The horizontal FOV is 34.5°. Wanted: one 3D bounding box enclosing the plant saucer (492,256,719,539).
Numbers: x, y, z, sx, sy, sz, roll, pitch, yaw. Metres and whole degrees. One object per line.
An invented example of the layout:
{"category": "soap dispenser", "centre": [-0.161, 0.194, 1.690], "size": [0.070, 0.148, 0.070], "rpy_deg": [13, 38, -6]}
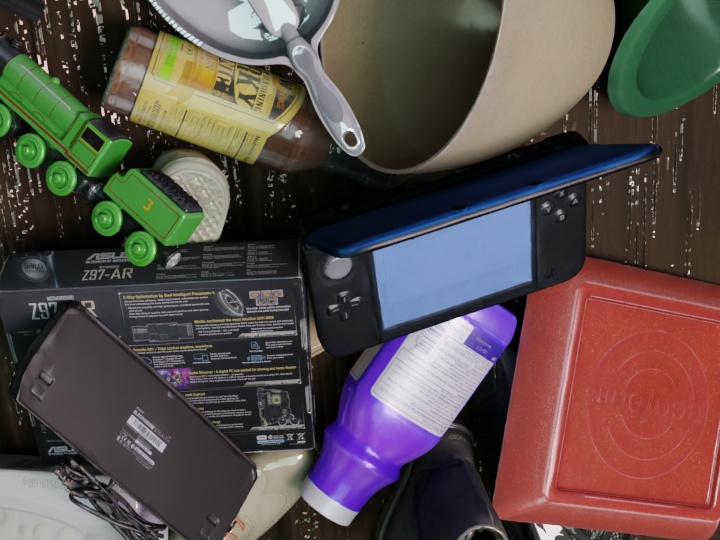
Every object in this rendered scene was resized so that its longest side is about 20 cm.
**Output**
{"category": "plant saucer", "centre": [0.207, 0.099, 0.863], "size": [0.199, 0.037, 0.201], "rpy_deg": [11, 88, -21]}

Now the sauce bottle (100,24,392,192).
{"category": "sauce bottle", "centre": [-0.071, -0.104, 0.785], "size": [0.200, 0.065, 0.065], "rpy_deg": [18, 106, -16]}

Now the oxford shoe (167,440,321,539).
{"category": "oxford shoe", "centre": [-0.107, 0.200, 0.882], "size": [0.200, 0.074, 0.071], "rpy_deg": [-40, 110, 7]}

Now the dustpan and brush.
{"category": "dustpan and brush", "centre": [-0.050, -0.162, 0.742], "size": [0.139, 0.057, 0.200], "rpy_deg": [-30, 97, 4]}

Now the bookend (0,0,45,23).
{"category": "bookend", "centre": [-0.193, -0.285, 0.645], "size": [0.199, 0.092, 0.200], "rpy_deg": [-41, 85, 7]}

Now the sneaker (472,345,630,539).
{"category": "sneaker", "centre": [0.158, 0.141, 0.905], "size": [0.114, 0.076, 0.200], "rpy_deg": [-22, 97, -22]}

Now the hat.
{"category": "hat", "centre": [0.198, -0.236, 0.796], "size": [0.165, 0.176, 0.200], "rpy_deg": [-7, 142, -44]}

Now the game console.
{"category": "game console", "centre": [0.072, -0.007, 0.720], "size": [0.199, 0.118, 0.171], "rpy_deg": [-18, 131, -10]}

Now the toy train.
{"category": "toy train", "centre": [-0.183, -0.079, 0.746], "size": [0.200, 0.042, 0.056], "rpy_deg": [41, 106, 11]}

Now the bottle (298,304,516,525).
{"category": "bottle", "centre": [0.030, 0.094, 0.855], "size": [0.083, 0.065, 0.200], "rpy_deg": [33, 93, -20]}

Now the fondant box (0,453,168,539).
{"category": "fondant box", "centre": [-0.216, 0.238, 0.835], "size": [0.144, 0.058, 0.201], "rpy_deg": [1, 92, 13]}

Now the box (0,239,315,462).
{"category": "box", "centre": [-0.134, 0.059, 0.801], "size": [0.199, 0.044, 0.161], "rpy_deg": [-3, 127, -1]}

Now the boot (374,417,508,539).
{"category": "boot", "centre": [0.060, 0.215, 0.844], "size": [0.072, 0.200, 0.182], "rpy_deg": [4, 109, -10]}

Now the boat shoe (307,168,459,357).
{"category": "boat shoe", "centre": [0.000, 0.000, 0.828], "size": [0.200, 0.069, 0.074], "rpy_deg": [-44, 110, 9]}

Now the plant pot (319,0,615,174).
{"category": "plant pot", "centre": [0.080, -0.158, 0.734], "size": [0.134, 0.200, 0.201], "rpy_deg": [0, 111, -32]}

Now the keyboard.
{"category": "keyboard", "centre": [-0.159, 0.119, 0.773], "size": [0.200, 0.040, 0.104], "rpy_deg": [49, 57, -29]}

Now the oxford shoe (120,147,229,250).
{"category": "oxford shoe", "centre": [-0.142, -0.003, 0.817], "size": [0.075, 0.058, 0.200], "rpy_deg": [15, 122, -19]}
